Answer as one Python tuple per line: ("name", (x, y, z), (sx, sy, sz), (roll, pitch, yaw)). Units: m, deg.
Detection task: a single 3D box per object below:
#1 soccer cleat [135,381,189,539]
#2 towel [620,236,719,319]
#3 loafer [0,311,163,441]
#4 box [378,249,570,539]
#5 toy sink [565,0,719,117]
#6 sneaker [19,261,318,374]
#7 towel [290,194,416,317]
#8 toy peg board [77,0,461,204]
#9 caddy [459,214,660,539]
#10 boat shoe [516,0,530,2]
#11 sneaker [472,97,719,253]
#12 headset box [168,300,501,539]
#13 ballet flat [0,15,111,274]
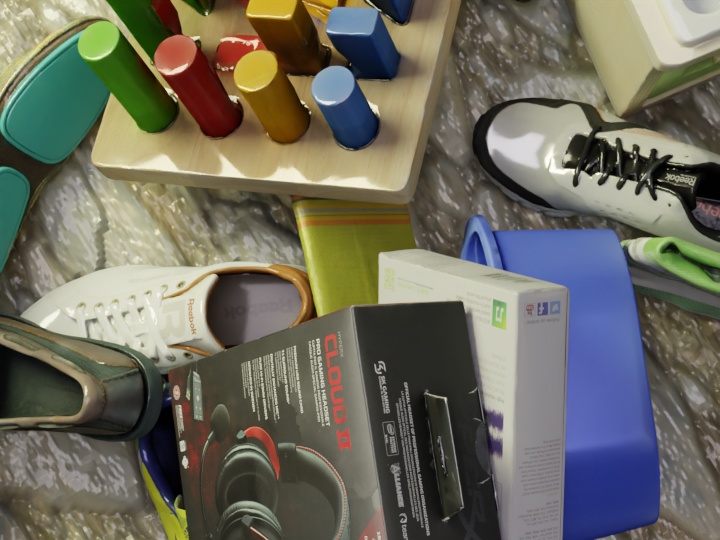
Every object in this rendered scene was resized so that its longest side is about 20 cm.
("soccer cleat", (-0.084, 0.161, 0.838), (0.064, 0.084, 0.202), (-20, 83, 0))
("towel", (0.211, 0.018, 0.790), (0.148, 0.200, 0.031), (18, 91, 4))
("loafer", (-0.208, 0.060, 0.831), (0.198, 0.063, 0.073), (3, 88, 27))
("box", (0.054, 0.098, 0.759), (0.036, 0.144, 0.203), (-3, 99, -26))
("toy sink", (0.196, -0.173, 0.813), (0.129, 0.200, 0.113), (-23, 82, -2))
("sneaker", (-0.118, 0.026, 0.857), (0.198, 0.085, 0.074), (-12, 85, 2))
("towel", (0.000, 0.000, 0.857), (0.085, 0.018, 0.202), (-2, 74, -40))
("toy peg board", (-0.054, -0.155, 0.821), (0.197, 0.098, 0.202), (6, 69, 21))
("caddy", (0.096, 0.067, 0.817), (0.104, 0.141, 0.203), (-7, 82, -4))
("boat shoe", (0.091, -0.268, 0.891), (0.073, 0.076, 0.203), (8, 83, 6))
("sneaker", (0.162, -0.059, 0.861), (0.198, 0.080, 0.075), (18, 84, 5))
("headset box", (-0.011, 0.103, 0.737), (0.074, 0.199, 0.151), (-2, 79, -37))
("ballet flat", (-0.217, -0.072, 0.886), (0.070, 0.071, 0.202), (27, 83, 5))
